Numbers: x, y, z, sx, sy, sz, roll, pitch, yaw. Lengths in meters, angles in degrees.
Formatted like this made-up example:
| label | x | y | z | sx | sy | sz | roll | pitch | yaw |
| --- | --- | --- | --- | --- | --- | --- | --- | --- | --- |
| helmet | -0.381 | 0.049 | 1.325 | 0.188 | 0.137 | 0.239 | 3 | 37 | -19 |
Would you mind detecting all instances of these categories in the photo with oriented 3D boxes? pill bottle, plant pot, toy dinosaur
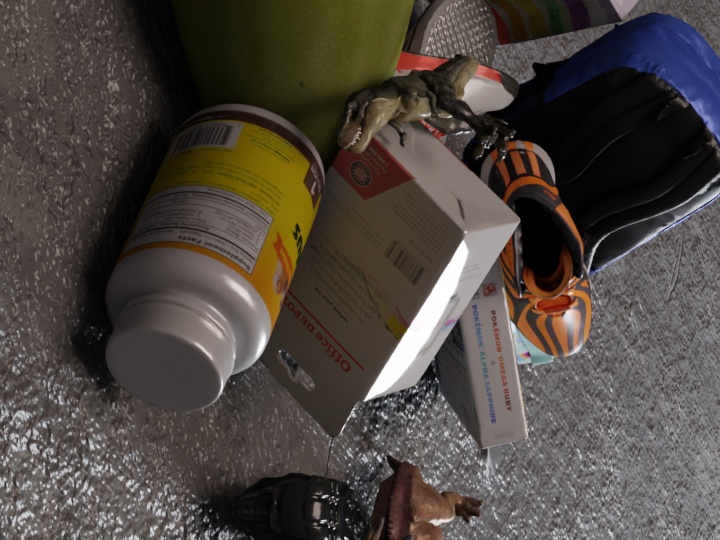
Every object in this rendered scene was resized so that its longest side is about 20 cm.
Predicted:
| label | x | y | z | sx | sy | sz | roll | pitch | yaw |
| --- | --- | --- | --- | --- | --- | --- | --- | --- | --- |
| pill bottle | -0.097 | -0.007 | 1.457 | 0.200 | 0.109 | 0.109 | -70 | 146 | -42 |
| plant pot | -0.045 | -0.160 | 1.545 | 0.187 | 0.187 | 0.200 | -48 | 143 | -58 |
| toy dinosaur | 0.033 | 0.205 | 1.719 | 0.136 | 0.086 | 0.200 | 40 | 37 | -43 |
| toy dinosaur | 0.060 | -0.110 | 1.523 | 0.200 | 0.088 | 0.047 | -31 | 153 | -57 |

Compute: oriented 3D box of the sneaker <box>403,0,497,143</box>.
| label | x | y | z | sx | sy | sz | roll | pitch | yaw |
| --- | --- | --- | --- | --- | --- | --- | --- | --- | --- |
| sneaker | 0.042 | -0.147 | 1.808 | 0.078 | 0.079 | 0.200 | 48 | 49 | -25 |

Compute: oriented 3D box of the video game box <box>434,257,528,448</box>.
| label | x | y | z | sx | sy | sz | roll | pitch | yaw |
| --- | --- | --- | --- | --- | --- | --- | --- | --- | --- |
| video game box | 0.085 | 0.031 | 1.814 | 0.200 | 0.047 | 0.182 | -126 | -157 | -78 |

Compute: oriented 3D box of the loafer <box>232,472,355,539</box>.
| label | x | y | z | sx | sy | sz | roll | pitch | yaw |
| --- | --- | --- | --- | --- | --- | --- | --- | --- | --- |
| loafer | -0.044 | 0.177 | 1.590 | 0.201 | 0.070 | 0.068 | 59 | 34 | -75 |

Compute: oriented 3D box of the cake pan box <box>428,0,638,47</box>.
| label | x | y | z | sx | sy | sz | roll | pitch | yaw |
| --- | --- | --- | --- | --- | --- | --- | --- | --- | --- |
| cake pan box | 0.111 | -0.280 | 1.827 | 0.052 | 0.184 | 0.200 | -52 | 121 | -37 |

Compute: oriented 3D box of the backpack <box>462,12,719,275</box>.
| label | x | y | z | sx | sy | sz | roll | pitch | yaw |
| --- | --- | --- | --- | --- | --- | --- | --- | --- | --- |
| backpack | 0.208 | -0.118 | 1.809 | 0.163 | 0.200 | 0.168 | 45 | 43 | -17 |

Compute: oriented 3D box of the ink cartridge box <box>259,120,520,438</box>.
| label | x | y | z | sx | sy | sz | roll | pitch | yaw |
| --- | --- | --- | --- | --- | --- | --- | --- | --- | --- |
| ink cartridge box | 0.009 | 0.006 | 1.553 | 0.067 | 0.116 | 0.200 | -13 | 143 | -50 |

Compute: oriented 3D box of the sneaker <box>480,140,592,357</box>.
| label | x | y | z | sx | sy | sz | roll | pitch | yaw |
| --- | --- | --- | --- | --- | --- | --- | --- | --- | --- |
| sneaker | 0.140 | 0.007 | 1.743 | 0.112 | 0.078 | 0.200 | -102 | 172 | -56 |

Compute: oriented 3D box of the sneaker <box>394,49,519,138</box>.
| label | x | y | z | sx | sy | sz | roll | pitch | yaw |
| --- | --- | --- | --- | --- | --- | --- | --- | --- | --- |
| sneaker | 0.035 | -0.110 | 1.698 | 0.201 | 0.067 | 0.108 | 7 | 89 | -43 |

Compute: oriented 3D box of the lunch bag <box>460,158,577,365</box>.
| label | x | y | z | sx | sy | sz | roll | pitch | yaw |
| --- | --- | --- | --- | --- | --- | --- | --- | --- | --- |
| lunch bag | 0.143 | -0.007 | 1.953 | 0.200 | 0.077 | 0.161 | 54 | 20 | -66 |
